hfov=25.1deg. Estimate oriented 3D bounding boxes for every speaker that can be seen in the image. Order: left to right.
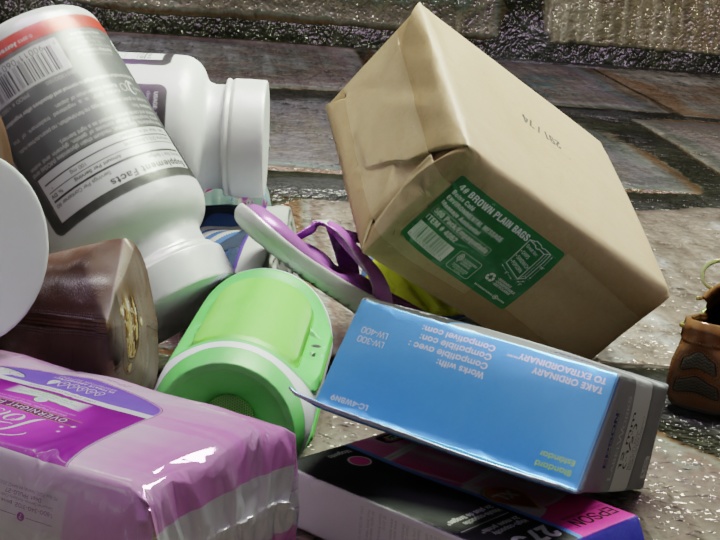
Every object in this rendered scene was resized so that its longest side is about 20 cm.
[{"bbox_3d":[-0.062,0.058,0.900,0.087,0.090,0.200,5,14,2],"label":"speaker"}]

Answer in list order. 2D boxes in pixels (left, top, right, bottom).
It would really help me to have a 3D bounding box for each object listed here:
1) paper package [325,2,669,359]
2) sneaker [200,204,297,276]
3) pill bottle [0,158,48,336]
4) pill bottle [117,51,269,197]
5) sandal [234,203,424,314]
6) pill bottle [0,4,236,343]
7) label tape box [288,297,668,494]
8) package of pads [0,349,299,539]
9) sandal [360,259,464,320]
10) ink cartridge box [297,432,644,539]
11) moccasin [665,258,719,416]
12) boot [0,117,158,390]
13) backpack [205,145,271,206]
[{"bbox_3d":[0.090,-0.052,1.087,0.199,0.103,0.191,33,25,-30],"label":"paper package"},{"bbox_3d":[-0.122,0.008,1.122,0.145,0.082,0.200,-6,19,6],"label":"sneaker"},{"bbox_3d":[-0.256,-0.014,0.840,0.199,0.115,0.113,2,8,45],"label":"pill bottle"},{"bbox_3d":[-0.164,-0.097,1.137,0.197,0.113,0.112,2,14,0],"label":"pill bottle"},{"bbox_3d":[-0.004,-0.003,1.048,0.202,0.050,0.082,35,0,-41],"label":"sandal"},{"bbox_3d":[-0.168,-0.054,1.010,0.115,0.201,0.116,-31,-11,-7],"label":"pill bottle"},{"bbox_3d":[0.068,0.063,0.828,0.142,0.067,0.200,16,-2,22],"label":"label tape box"},{"bbox_3d":[-0.139,0.095,0.738,0.198,0.077,0.120,12,14,28],"label":"package of pads"},{"bbox_3d":[0.079,0.000,1.238,0.198,0.080,0.087,-14,-13,-35],"label":"sandal"},{"bbox_3d":[0.061,0.126,0.774,0.199,0.038,0.094,19,19,39],"label":"ink cartridge box"},{"bbox_3d":[0.259,0.037,1.098,0.073,0.079,0.201,14,16,33],"label":"moccasin"},{"bbox_3d":[-0.172,-0.012,0.872,0.064,0.189,0.199,0,-1,-39],"label":"boot"},{"bbox_3d":[-0.153,-0.080,1.325,0.165,0.128,0.199,4,5,34],"label":"backpack"}]
